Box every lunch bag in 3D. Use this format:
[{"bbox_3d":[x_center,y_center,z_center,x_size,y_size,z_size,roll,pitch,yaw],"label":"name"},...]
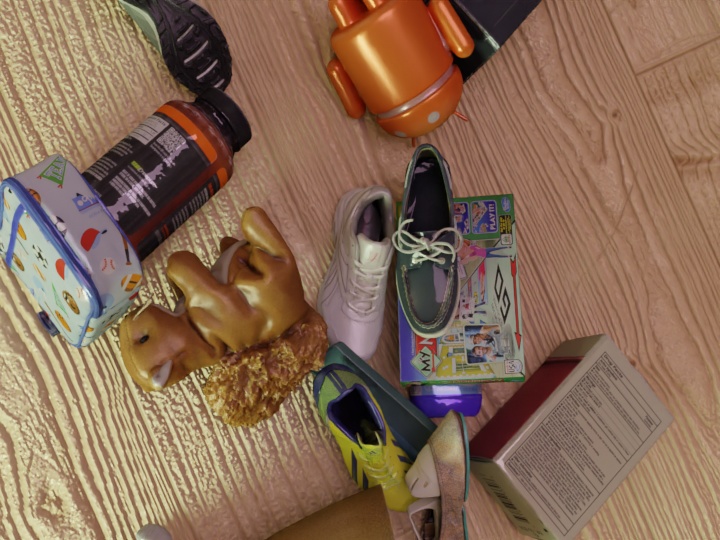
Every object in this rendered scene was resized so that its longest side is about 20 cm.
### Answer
[{"bbox_3d":[-0.286,-0.016,0.859,0.075,0.199,0.161,-39,93,-31],"label":"lunch bag"}]

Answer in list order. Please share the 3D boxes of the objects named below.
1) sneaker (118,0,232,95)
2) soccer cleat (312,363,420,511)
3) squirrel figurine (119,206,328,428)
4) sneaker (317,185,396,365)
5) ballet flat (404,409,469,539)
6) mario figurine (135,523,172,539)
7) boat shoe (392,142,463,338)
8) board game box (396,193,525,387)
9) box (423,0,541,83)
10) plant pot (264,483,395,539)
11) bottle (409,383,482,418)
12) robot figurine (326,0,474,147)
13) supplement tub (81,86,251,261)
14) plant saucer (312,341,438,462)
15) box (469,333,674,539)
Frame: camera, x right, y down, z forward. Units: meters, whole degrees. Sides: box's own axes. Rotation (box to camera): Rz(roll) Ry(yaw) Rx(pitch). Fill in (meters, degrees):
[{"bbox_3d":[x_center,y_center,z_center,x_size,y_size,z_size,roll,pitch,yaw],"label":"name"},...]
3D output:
[{"bbox_3d":[-0.210,-0.279,0.979,0.074,0.079,0.201,-39,111,-1],"label":"sneaker"},{"bbox_3d":[0.011,0.188,0.949,0.064,0.084,0.203,-34,112,-10],"label":"soccer cleat"},{"bbox_3d":[-0.139,0.071,0.909,0.186,0.141,0.202,-40,101,-25],"label":"squirrel figurine"},{"bbox_3d":[0.000,0.000,0.983,0.076,0.099,0.205,5,81,-14],"label":"sneaker"},{"bbox_3d":[0.081,0.239,0.951,0.066,0.068,0.204,-8,118,-7],"label":"ballet flat"},{"bbox_3d":[-0.211,0.303,0.828,0.104,0.200,0.126,-17,86,-17],"label":"mario figurine"},{"bbox_3d":[0.072,-0.034,0.945,0.073,0.062,0.205,3,72,9],"label":"boat shoe"},{"bbox_3d":[0.106,0.020,0.971,0.131,0.029,0.205,-3,71,7],"label":"board game box"},{"bbox_3d":[0.131,-0.373,1.060,0.196,0.124,0.201,44,73,-4],"label":"box"},{"bbox_3d":[-0.051,0.333,0.894,0.195,0.186,0.191,-14,86,-4],"label":"plant pot"},{"bbox_3d":[0.093,0.064,1.018,0.081,0.065,0.205,0,82,-10],"label":"bottle"},{"bbox_3d":[0.043,-0.237,1.007,0.143,0.116,0.202,-38,111,-10],"label":"robot figurine"},{"bbox_3d":[-0.204,-0.102,0.935,0.107,0.107,0.200,47,70,-5],"label":"supplement tub"},{"bbox_3d":[0.030,0.153,0.987,0.199,0.070,0.019,42,50,-9],"label":"plant saucer"},{"bbox_3d":[0.231,0.189,1.017,0.200,0.109,0.128,-42,94,-17],"label":"box"}]
